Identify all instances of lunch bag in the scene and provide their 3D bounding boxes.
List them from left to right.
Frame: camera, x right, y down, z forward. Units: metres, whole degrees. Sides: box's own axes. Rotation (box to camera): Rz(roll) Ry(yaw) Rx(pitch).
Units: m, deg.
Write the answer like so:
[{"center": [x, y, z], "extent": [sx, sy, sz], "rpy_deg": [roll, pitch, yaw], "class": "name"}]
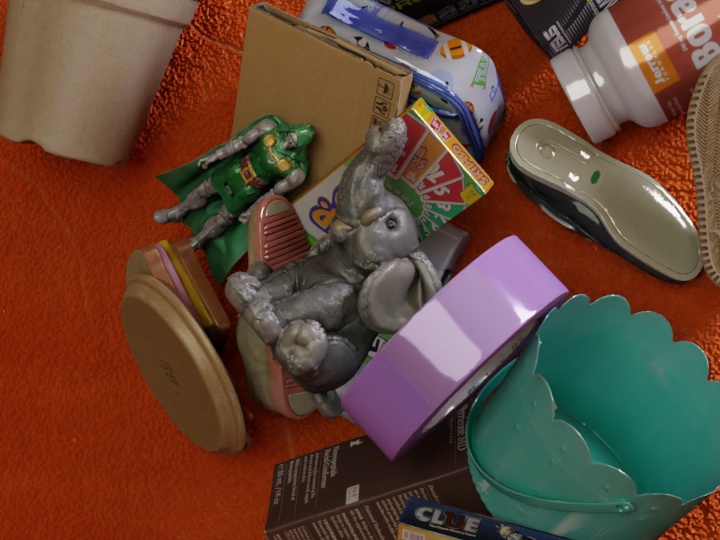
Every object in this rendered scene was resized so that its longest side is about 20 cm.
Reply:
[{"center": [0.029, -0.178, 1.584], "extent": [0.199, 0.160, 0.076], "rpy_deg": [25, 78, 22], "class": "lunch bag"}]

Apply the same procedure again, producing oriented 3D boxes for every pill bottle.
[{"center": [0.269, -0.194, 1.537], "extent": [0.199, 0.112, 0.113], "rpy_deg": [-30, 72, 11], "class": "pill bottle"}]

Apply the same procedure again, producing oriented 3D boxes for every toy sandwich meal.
[{"center": [-0.148, 0.071, 1.609], "extent": [0.070, 0.206, 0.205], "rpy_deg": [-31, 69, -24], "class": "toy sandwich meal"}]

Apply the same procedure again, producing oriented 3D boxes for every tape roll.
[{"center": [0.077, 0.064, 1.449], "extent": [0.200, 0.200, 0.066], "rpy_deg": [-44, 80, 6], "class": "tape roll"}]

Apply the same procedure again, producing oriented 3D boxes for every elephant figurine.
[{"center": [0.000, 0.000, 1.472], "extent": [0.200, 0.155, 0.142], "rpy_deg": [-41, 80, -5], "class": "elephant figurine"}]

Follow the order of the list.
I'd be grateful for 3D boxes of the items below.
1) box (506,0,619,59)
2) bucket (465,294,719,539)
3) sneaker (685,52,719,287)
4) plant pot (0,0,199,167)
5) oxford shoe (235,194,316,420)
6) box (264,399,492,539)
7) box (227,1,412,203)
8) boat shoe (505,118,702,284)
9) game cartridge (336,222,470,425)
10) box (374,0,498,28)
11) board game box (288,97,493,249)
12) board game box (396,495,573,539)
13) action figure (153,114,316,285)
[{"center": [0.191, -0.274, 1.523], "extent": [0.160, 0.200, 0.044], "rpy_deg": [-43, 69, 5], "class": "box"}, {"center": [0.191, 0.135, 1.443], "extent": [0.208, 0.206, 0.135], "rpy_deg": [52, 130, 19], "class": "bucket"}, {"center": [0.318, -0.078, 1.499], "extent": [0.070, 0.108, 0.202], "rpy_deg": [-1, 82, 21], "class": "sneaker"}, {"center": [-0.262, -0.202, 1.683], "extent": [0.199, 0.200, 0.185], "rpy_deg": [19, 97, 20], "class": "plant pot"}, {"center": [-0.085, 0.032, 1.574], "extent": [0.073, 0.071, 0.202], "rpy_deg": [7, 105, 40], "class": "oxford shoe"}, {"center": [0.021, 0.194, 1.542], "extent": [0.199, 0.100, 0.075], "rpy_deg": [-18, 117, 12], "class": "box"}, {"center": [-0.042, -0.118, 1.572], "extent": [0.163, 0.021, 0.201], "rpy_deg": [28, 129, 22], "class": "box"}, {"center": [0.213, -0.055, 1.561], "extent": [0.199, 0.068, 0.072], "rpy_deg": [36, 66, 8], "class": "boat shoe"}, {"center": [-0.001, 0.027, 1.625], "extent": [0.133, 0.040, 0.201], "rpy_deg": [27, 89, 24], "class": "game cartridge"}, {"center": [0.090, -0.287, 1.585], "extent": [0.199, 0.160, 0.045], "rpy_deg": [-22, 68, 12], "class": "box"}, {"center": [0.015, -0.057, 1.536], "extent": [0.096, 0.030, 0.200], "rpy_deg": [48, 131, -6], "class": "board game box"}, {"center": [0.125, 0.264, 1.420], "extent": [0.198, 0.035, 0.136], "rpy_deg": [14, 128, 14], "class": "board game box"}, {"center": [-0.106, -0.079, 1.594], "extent": [0.200, 0.055, 0.119], "rpy_deg": [-36, 87, 39], "class": "action figure"}]
